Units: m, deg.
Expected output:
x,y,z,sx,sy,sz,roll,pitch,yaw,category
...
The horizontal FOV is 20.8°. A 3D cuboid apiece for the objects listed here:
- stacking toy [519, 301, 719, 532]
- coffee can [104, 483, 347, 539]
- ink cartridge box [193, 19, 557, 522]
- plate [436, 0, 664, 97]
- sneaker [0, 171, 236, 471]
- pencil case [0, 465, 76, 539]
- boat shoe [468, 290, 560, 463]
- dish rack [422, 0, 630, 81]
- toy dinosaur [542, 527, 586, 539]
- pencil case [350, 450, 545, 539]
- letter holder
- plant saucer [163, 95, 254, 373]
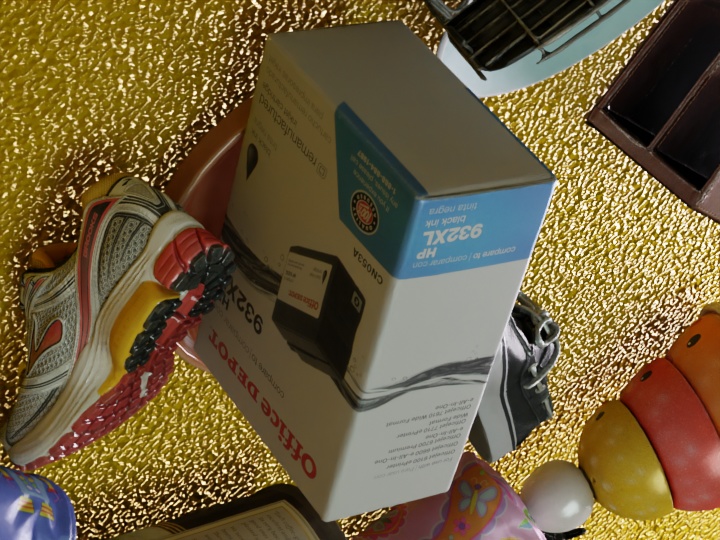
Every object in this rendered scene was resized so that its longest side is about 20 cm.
x,y,z,sx,sy,sz,roll,pitch,yaw,category
0.200,0.123,1.340,0.199,0.146,0.146,-25,140,-8,stacking toy
-0.111,0.219,1.137,0.199,0.146,0.147,-14,134,-32,coffee can
0.000,0.000,0.974,0.084,0.145,0.200,-11,133,-33,ink cartridge box
0.119,-0.163,1.034,0.200,0.026,0.200,-30,161,-11,plate
-0.136,0.027,1.000,0.078,0.082,0.200,-27,160,-50,sneaker
-0.236,0.127,0.984,0.200,0.078,0.087,22,70,-47,pencil case
0.089,0.048,1.207,0.068,0.074,0.200,-29,141,-9,boat shoe
0.083,-0.163,0.895,0.153,0.200,0.055,-39,130,7,dish rack
0.095,0.228,1.395,0.200,0.102,0.136,-23,165,-44,toy dinosaur
0.025,0.209,1.296,0.200,0.087,0.087,-40,143,-4,pencil case
0.260,-0.095,1.204,0.200,0.101,0.142,21,109,-50,letter holder
-0.031,-0.029,1.064,0.200,0.032,0.201,-24,138,-23,plant saucer
